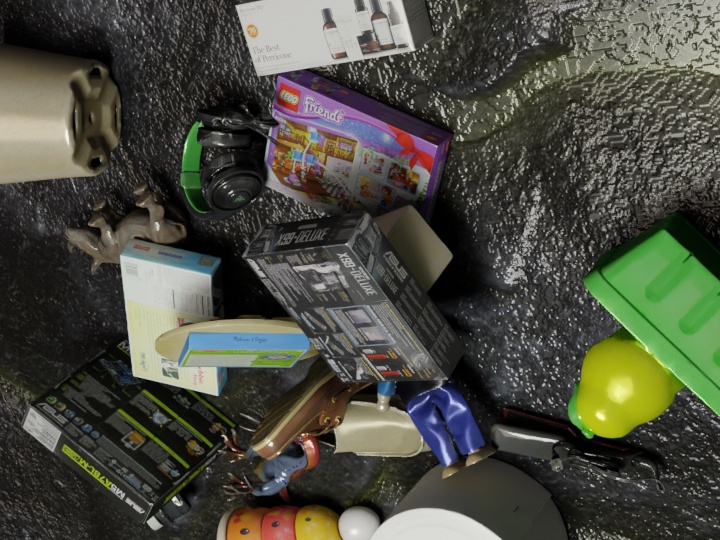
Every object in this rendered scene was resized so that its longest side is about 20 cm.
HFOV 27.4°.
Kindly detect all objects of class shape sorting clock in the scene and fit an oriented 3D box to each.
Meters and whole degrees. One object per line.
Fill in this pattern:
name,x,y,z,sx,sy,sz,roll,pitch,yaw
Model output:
shape sorting clock,-0.136,0.082,1.696,0.199,0.200,0.039,-11,74,35

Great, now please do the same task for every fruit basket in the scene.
fruit basket,0.289,0.075,1.431,0.215,0.155,0.217,5,105,19

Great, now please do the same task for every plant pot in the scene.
plant pot,-0.386,-0.180,1.719,0.183,0.201,0.201,5,117,17

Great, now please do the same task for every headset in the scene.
headset,-0.155,-0.129,1.624,0.200,0.094,0.124,-26,68,51

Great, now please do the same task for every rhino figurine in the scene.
rhino figurine,-0.290,-0.044,1.792,0.200,0.060,0.087,-17,127,38

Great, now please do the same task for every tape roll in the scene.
tape roll,0.119,0.328,1.664,0.202,0.139,0.203,9,112,23

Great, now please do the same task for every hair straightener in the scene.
hair straightener,0.229,0.205,1.587,0.199,0.077,0.041,18,122,23

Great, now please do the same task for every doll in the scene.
doll,0.069,0.129,1.642,0.136,0.048,0.201,-33,81,39

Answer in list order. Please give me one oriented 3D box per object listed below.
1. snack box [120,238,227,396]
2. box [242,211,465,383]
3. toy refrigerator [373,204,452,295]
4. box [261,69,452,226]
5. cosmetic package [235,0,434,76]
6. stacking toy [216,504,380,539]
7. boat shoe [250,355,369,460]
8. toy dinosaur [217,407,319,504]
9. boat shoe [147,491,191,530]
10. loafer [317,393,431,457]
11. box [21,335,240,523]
snack box,-0.223,0.059,1.783,0.116,0.037,0.201,12,132,12
box,-0.007,0.032,1.533,0.157,0.050,0.200,-7,130,45
toy refrigerator,0.000,0.000,1.591,0.076,0.070,0.200,49,146,-17
box,-0.008,-0.120,1.593,0.200,0.039,0.137,26,126,19
cosmetic package,-0.029,-0.258,1.528,0.199,0.051,0.083,-5,110,33
stacking toy,-0.064,0.335,1.832,0.199,0.146,0.147,-23,101,18
boat shoe,-0.045,0.150,1.653,0.068,0.200,0.072,53,137,-8
toy dinosaur,-0.092,0.218,1.758,0.181,0.200,0.105,-11,73,40
boat shoe,-0.286,0.238,1.939,0.060,0.076,0.201,-27,88,0
loafer,-0.004,0.183,1.727,0.199,0.068,0.076,7,118,29
box,-0.281,0.192,1.827,0.200,0.193,0.048,36,125,10
